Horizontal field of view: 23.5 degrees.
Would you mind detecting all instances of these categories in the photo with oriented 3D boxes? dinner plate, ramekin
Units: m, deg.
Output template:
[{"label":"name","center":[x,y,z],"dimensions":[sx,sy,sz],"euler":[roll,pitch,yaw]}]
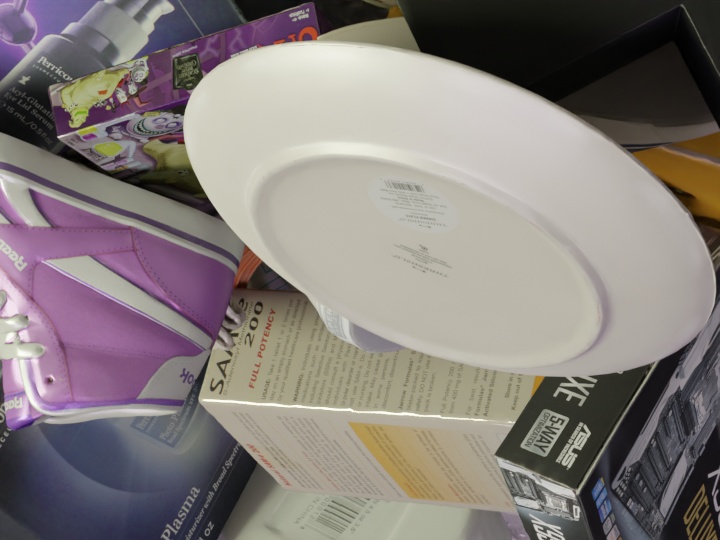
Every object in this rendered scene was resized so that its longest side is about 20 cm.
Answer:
[{"label":"dinner plate","center":[0.026,-0.009,0.610],"dimensions":[0.199,0.024,0.201],"euler":[18,152,10]},{"label":"ramekin","center":[-0.001,0.176,1.132],"dimensions":[0.199,0.201,0.098],"euler":[7,137,21]}]

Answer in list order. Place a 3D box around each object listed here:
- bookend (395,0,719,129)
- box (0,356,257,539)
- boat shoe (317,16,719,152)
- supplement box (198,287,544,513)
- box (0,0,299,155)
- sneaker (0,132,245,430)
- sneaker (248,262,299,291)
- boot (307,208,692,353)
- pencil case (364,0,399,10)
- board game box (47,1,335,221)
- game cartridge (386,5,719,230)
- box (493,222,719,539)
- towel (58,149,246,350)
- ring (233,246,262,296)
[{"label":"bookend","center":[0.110,-0.083,0.593],"dimensions":[0.198,0.201,0.092],"euler":[-28,175,7]},{"label":"box","center":[-0.170,0.088,1.074],"dimensions":[0.123,0.201,0.198],"euler":[-1,143,46]},{"label":"boat shoe","center":[0.070,-0.067,0.688],"dimensions":[0.198,0.075,0.093],"euler":[-5,163,1]},{"label":"supplement box","center":[0.030,0.072,0.938],"dimensions":[0.198,0.074,0.126],"euler":[3,152,24]},{"label":"box","center":[-0.144,-0.142,0.774],"dimensions":[0.199,0.105,0.148],"euler":[-20,123,26]},{"label":"sneaker","center":[-0.158,0.004,0.747],"dimensions":[0.199,0.115,0.073],"euler":[20,169,-5]},{"label":"sneaker","center":[-0.049,-0.034,0.981],"dimensions":[0.080,0.071,0.201],"euler":[3,147,-17]},{"label":"boot","center":[0.053,-0.024,0.784],"dimensions":[0.199,0.096,0.074],"euler":[-7,129,-33]},{"label":"pencil case","center":[0.043,-0.188,0.685],"dimensions":[0.089,0.078,0.200],"euler":[12,148,-8]},{"label":"board game box","center":[-0.044,-0.058,0.781],"dimensions":[0.119,0.033,0.200],"euler":[-20,163,11]},{"label":"game cartridge","center":[0.107,-0.064,0.804],"dimensions":[0.198,0.033,0.176],"euler":[20,176,4]},{"label":"box","center":[0.146,0.093,0.880],"dimensions":[0.049,0.158,0.201],"euler":[21,151,32]},{"label":"towel","center":[-0.135,-0.026,0.898],"dimensions":[0.133,0.034,0.200],"euler":[54,163,-27]},{"label":"ring","center":[0.000,0.000,0.967],"dimensions":[0.198,0.019,0.201],"euler":[-6,150,-4]}]
